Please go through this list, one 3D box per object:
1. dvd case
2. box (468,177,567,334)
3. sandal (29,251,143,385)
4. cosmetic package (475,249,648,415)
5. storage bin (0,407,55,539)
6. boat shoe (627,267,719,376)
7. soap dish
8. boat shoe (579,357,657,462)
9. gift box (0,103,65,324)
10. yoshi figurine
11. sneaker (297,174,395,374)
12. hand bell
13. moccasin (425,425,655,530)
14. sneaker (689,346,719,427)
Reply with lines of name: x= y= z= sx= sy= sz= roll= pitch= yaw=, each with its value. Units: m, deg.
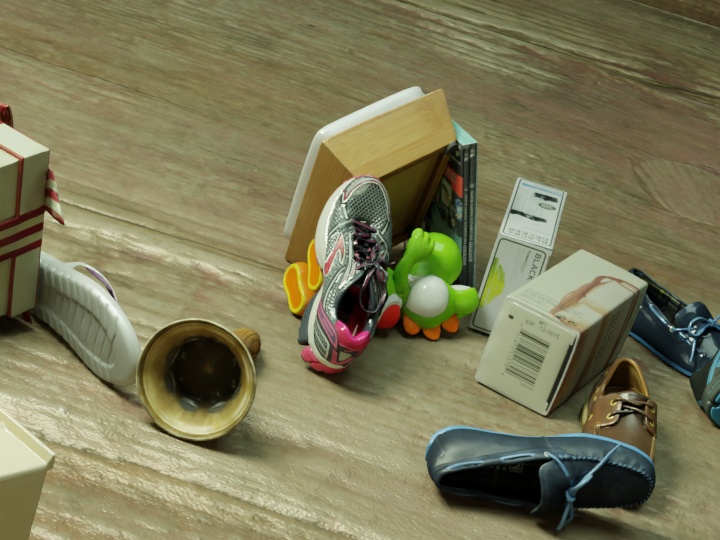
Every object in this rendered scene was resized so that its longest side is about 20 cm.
dvd case: x=0.084 y=-0.079 z=1.867 sx=0.022 sy=0.200 sz=0.146 roll=-13 pitch=33 yaw=-21
box: x=0.173 y=-0.015 z=1.885 sx=0.060 sy=0.117 sz=0.200 roll=18 pitch=24 yaw=4
sandal: x=-0.241 y=0.029 z=1.535 sx=0.050 sy=0.083 sz=0.203 roll=-19 pitch=39 yaw=-35
cosmetic package: x=0.207 y=0.060 z=1.758 sx=0.087 sy=0.104 sz=0.200 roll=27 pitch=27 yaw=19
storage bin: x=-0.300 y=0.156 z=1.064 sx=0.198 sy=0.200 sz=0.094 roll=33 pitch=26 yaw=33
boat shoe: x=0.353 y=0.064 z=1.890 sx=0.200 sy=0.069 sz=0.084 roll=31 pitch=27 yaw=29
soap dish: x=0.011 y=-0.087 z=1.806 sx=0.157 sy=0.200 sz=0.081 roll=-27 pitch=65 yaw=-30
boat shoe: x=0.244 y=0.145 z=1.633 sx=0.072 sy=0.068 sz=0.200 roll=16 pitch=23 yaw=-1
gift box: x=-0.368 y=-0.036 z=1.494 sx=0.200 sy=0.185 sz=0.187 roll=32 pitch=36 yaw=24
yoshi figurine: x=0.028 y=0.001 z=1.767 sx=0.200 sy=0.112 sz=0.112 roll=8 pitch=18 yaw=-28
sneaker: x=0.000 y=0.000 z=1.650 sx=0.081 sy=0.075 sz=0.200 roll=18 pitch=64 yaw=-21
hand bell: x=-0.122 y=0.078 z=1.542 sx=0.104 sy=0.104 sz=0.200 roll=19 pitch=11 yaw=6
moccasin: x=0.155 y=0.186 z=1.492 sx=0.200 sy=0.081 sz=0.068 roll=2 pitch=28 yaw=2
sneaker: x=0.417 y=0.068 z=1.779 sx=0.073 sy=0.200 sz=0.082 roll=44 pitch=7 yaw=-24
